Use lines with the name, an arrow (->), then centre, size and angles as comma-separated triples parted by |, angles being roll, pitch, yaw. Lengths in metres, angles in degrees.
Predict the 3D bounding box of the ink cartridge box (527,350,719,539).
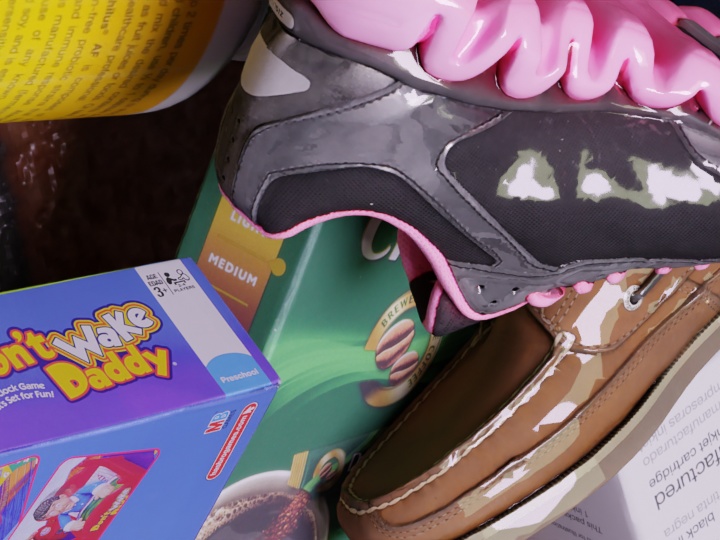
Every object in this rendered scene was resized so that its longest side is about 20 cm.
ink cartridge box -> 0.136, 0.088, 0.931 | 0.146, 0.084, 0.200 | -35, 123, -25

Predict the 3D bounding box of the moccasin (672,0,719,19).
moccasin -> 0.117, -0.042, 0.805 | 0.068, 0.080, 0.200 | 39, 90, -24

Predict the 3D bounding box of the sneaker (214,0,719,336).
sneaker -> 0.051, -0.024, 0.650 | 0.199, 0.079, 0.096 | 17, 108, -26

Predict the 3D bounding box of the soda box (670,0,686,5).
soda box -> 0.105, -0.169, 0.843 | 0.071, 0.063, 0.201 | 3, 102, -40

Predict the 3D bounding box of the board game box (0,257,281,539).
board game box -> -0.117, 0.091, 0.641 | 0.134, 0.045, 0.200 | -11, 143, -41

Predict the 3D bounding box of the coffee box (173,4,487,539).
coffee box -> 0.000, 0.000, 0.720 | 0.123, 0.044, 0.201 | 6, 108, -57

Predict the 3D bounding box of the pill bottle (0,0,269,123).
pill bottle -> -0.093, -0.094, 0.673 | 0.200, 0.113, 0.113 | -7, 107, -40

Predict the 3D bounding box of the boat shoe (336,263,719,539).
boat shoe -> 0.063, 0.004, 0.720 | 0.200, 0.072, 0.068 | -40, 113, -18
